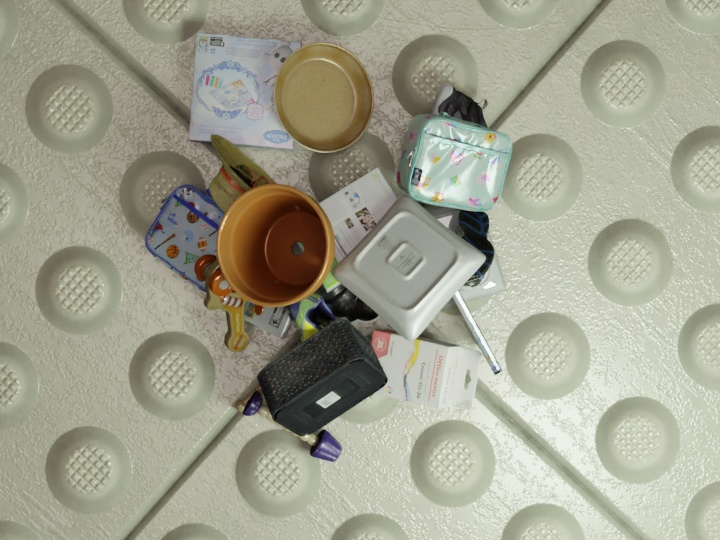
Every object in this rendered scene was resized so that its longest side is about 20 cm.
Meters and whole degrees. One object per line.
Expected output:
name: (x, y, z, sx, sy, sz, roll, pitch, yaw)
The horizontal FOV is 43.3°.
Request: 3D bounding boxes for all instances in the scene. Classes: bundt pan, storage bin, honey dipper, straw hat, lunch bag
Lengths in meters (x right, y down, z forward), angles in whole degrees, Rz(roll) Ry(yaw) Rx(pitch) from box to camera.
bundt pan: (0.000, 0.000, 1.694, 0.200, 0.076, 0.204, -1, 85, 10)
storage bin: (-0.068, 0.195, 1.632, 0.199, 0.135, 0.094, -35, 54, 8)
honey dipper: (-0.163, 0.198, 1.726, 0.200, 0.038, 0.038, -43, 92, 1)
straw hat: (-0.222, -0.146, 1.643, 0.085, 0.201, 0.201, -44, 92, 12)
lunch bag: (-0.294, -0.062, 1.683, 0.199, 0.076, 0.161, 36, 92, 11)
lunch bag: (0.169, -0.198, 1.640, 0.198, 0.077, 0.162, 9, 108, -21)

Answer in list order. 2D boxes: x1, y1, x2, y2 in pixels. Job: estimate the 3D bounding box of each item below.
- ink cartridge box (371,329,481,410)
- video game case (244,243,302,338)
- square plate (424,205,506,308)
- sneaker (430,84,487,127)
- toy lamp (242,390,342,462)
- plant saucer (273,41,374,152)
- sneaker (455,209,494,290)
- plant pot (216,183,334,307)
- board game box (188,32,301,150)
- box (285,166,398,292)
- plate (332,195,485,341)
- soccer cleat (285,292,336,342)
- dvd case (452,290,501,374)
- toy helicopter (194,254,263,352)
ink cartridge box: (0.114, 0.184, 1.675, 0.198, 0.067, 0.118, 9, 91, 27)
video game case: (-0.176, 0.000, 1.693, 0.181, 0.023, 0.202, 24, 91, 24)
square plate: (0.161, -0.029, 1.734, 0.198, 0.028, 0.200, -16, 92, -1)
sneaker: (0.177, -0.240, 1.706, 0.113, 0.075, 0.202, 15, 92, -4)
toy lamp: (-0.124, 0.297, 1.711, 0.199, 0.058, 0.058, 34, 90, -11)
plant saucer: (-0.072, -0.321, 1.694, 0.198, 0.035, 0.203, -2, 94, -23)
sneaker: (0.200, -0.026, 1.632, 0.075, 0.201, 0.078, 11, 130, 5)
plant pot: (-0.127, -0.040, 1.543, 0.198, 0.140, 0.203, 0, 89, 15)
board game box: (-0.216, -0.335, 1.710, 0.198, 0.043, 0.201, 5, 90, -2)
box: (-0.015, -0.074, 1.633, 0.199, 0.036, 0.145, -31, 81, -7)
plate: (0.079, -0.013, 1.562, 0.200, 0.032, 0.200, 40, 81, 23)
soccer cleat: (-0.070, 0.115, 1.653, 0.065, 0.083, 0.201, -52, 137, -29)
dvd case: (0.194, 0.081, 1.659, 0.017, 0.143, 0.201, -29, 106, 4)
toy helicopter: (-0.218, 0.055, 1.632, 0.131, 0.079, 0.202, -18, 124, -29)
